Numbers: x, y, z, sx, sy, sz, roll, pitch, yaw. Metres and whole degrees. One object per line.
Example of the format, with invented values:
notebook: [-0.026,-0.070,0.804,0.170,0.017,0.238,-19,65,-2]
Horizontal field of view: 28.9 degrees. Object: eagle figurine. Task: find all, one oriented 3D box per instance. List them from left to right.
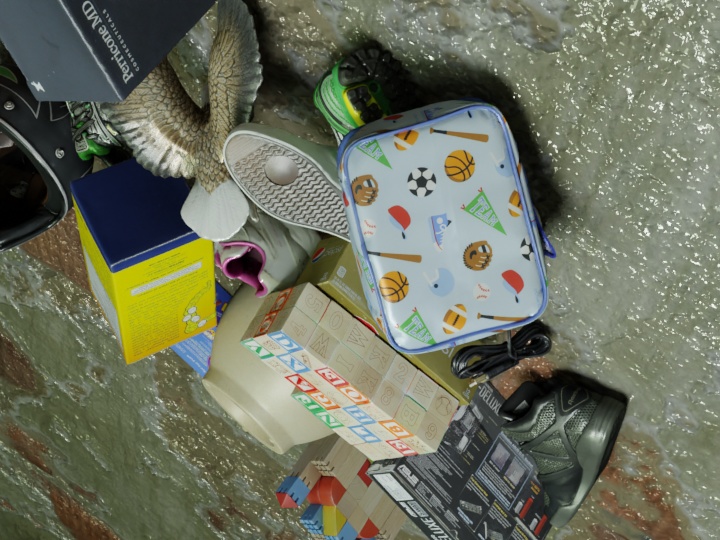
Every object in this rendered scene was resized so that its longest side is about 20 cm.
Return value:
eagle figurine: [-0.144,-0.145,1.290,0.151,0.151,0.201,37,162,43]

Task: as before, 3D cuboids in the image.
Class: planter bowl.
planter bowl: [-0.085,0.111,1.509,0.200,0.135,0.200,39,166,12]

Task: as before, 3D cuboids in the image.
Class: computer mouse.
computer mouse: [0.128,0.013,1.267,0.044,0.109,0.201,46,149,43]

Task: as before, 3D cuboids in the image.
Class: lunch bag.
lunch bag: [0.072,-0.035,1.149,0.076,0.159,0.202,-124,18,-77]

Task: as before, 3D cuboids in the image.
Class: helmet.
helmet: [-0.381,-0.126,1.495,0.201,0.190,0.200,57,180,0]

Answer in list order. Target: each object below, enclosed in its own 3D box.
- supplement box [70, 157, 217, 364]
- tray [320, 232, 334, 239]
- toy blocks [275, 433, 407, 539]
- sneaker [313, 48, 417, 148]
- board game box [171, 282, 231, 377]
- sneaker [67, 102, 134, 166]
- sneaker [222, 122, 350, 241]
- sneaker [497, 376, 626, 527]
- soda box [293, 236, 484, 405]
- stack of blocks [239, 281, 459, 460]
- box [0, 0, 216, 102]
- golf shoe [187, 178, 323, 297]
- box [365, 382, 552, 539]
supplement box: [-0.217,-0.013,1.423,0.109,0.109,0.201,59,161,26]
tray: [0.000,0.000,1.418,0.099,0.037,0.199,46,149,-15]
toy blocks: [-0.016,0.278,1.705,0.099,0.137,0.200,-6,129,49]
sneaker: [0.035,-0.101,1.223,0.201,0.078,0.085,57,152,-14]
board game box: [-0.162,0.095,1.703,0.200,0.045,0.134,44,149,-11]
sneaker: [-0.263,-0.165,1.406,0.078,0.085,0.201,-5,129,48]
sneaker: [-0.037,-0.083,1.265,0.199,0.085,0.073,29,122,-22]
sneaker: [0.195,0.178,1.418,0.114,0.076,0.200,28,145,19]
soda box: [0.033,0.051,1.351,0.200,0.064,0.067,41,151,-23]
stack of blocks: [-0.017,0.101,1.350,0.200,0.059,0.115,40,152,-20]
box: [-0.214,-0.272,1.115,0.117,0.201,0.197,8,139,40]
golf shoe: [-0.123,-0.044,1.407,0.199,0.091,0.076,36,140,31]
box: [0.120,0.216,1.463,0.200,0.158,0.050,47,148,-17]
